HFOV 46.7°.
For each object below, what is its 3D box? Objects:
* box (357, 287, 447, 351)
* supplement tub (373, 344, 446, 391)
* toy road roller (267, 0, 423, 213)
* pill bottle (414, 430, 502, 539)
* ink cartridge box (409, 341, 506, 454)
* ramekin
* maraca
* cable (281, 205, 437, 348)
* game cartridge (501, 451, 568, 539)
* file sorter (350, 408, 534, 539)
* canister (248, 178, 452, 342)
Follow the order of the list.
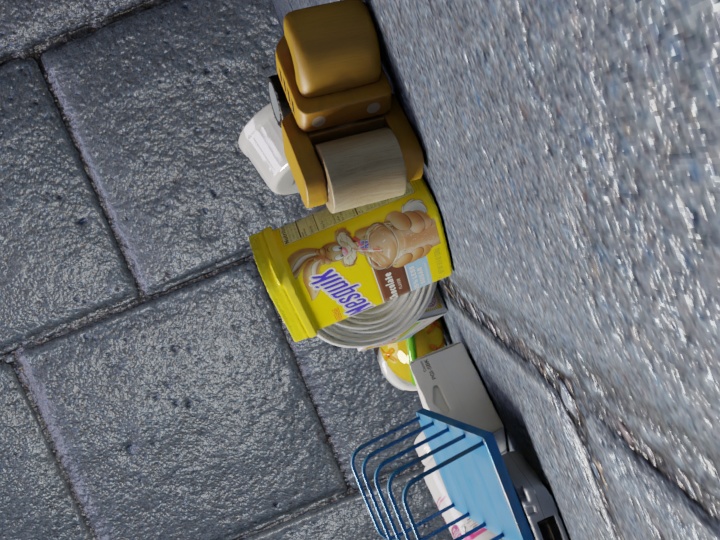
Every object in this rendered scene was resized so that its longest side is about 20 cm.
[{"bbox_3d":[0.026,0.003,1.232,0.112,0.101,0.201,-43,65,50],"label":"box"},{"bbox_3d":[0.084,0.135,1.521,0.200,0.122,0.123,-119,7,-78],"label":"supplement tub"},{"bbox_3d":[-0.021,-0.173,0.832,0.146,0.122,0.201,91,160,-57],"label":"toy road roller"},{"bbox_3d":[0.167,0.335,1.289,0.114,0.113,0.200,69,174,-55],"label":"pill bottle"},{"bbox_3d":[0.144,0.216,1.180,0.200,0.083,0.147,71,177,-55],"label":"ink cartridge box"},{"bbox_3d":[-0.086,-0.208,1.338,0.098,0.200,0.200,60,178,10],"label":"ramekin"},{"bbox_3d":[0.080,0.085,1.345,0.137,0.106,0.201,-47,-50,-88],"label":"maraca"},{"bbox_3d":[0.000,0.000,1.056,0.069,0.199,0.201,-127,36,-65],"label":"cable"},{"bbox_3d":[0.215,0.313,0.961,0.133,0.041,0.201,-92,-20,-81],"label":"game cartridge"},{"bbox_3d":[0.085,0.261,0.971,0.139,0.122,0.200,69,164,-5],"label":"file sorter"},{"bbox_3d":[-0.006,-0.015,0.936,0.149,0.199,0.087,69,178,-51],"label":"canister"}]
